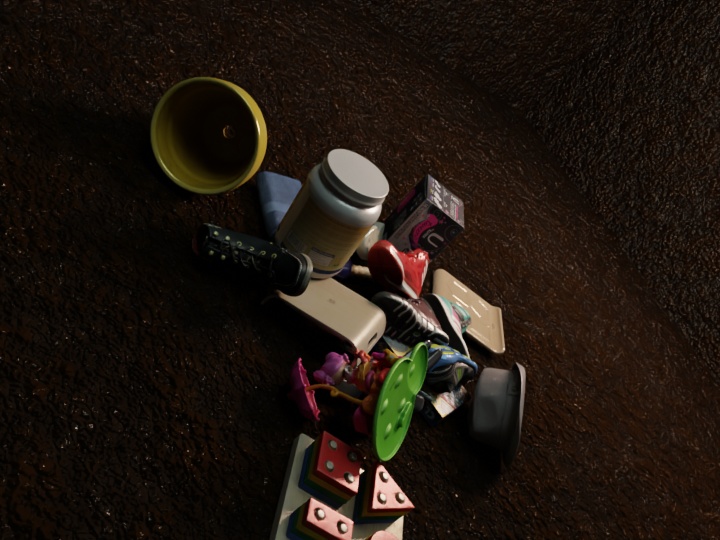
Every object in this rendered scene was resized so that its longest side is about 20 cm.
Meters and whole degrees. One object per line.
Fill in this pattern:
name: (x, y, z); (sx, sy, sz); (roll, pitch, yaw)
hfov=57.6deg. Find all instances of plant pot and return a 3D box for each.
plant pot: (-0.264, -0.253, 1.224); (0.201, 0.201, 0.189); (40, 13, -7)

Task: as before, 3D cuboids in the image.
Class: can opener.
can opener: (0.059, 0.183, 1.093); (0.063, 0.079, 0.200); (35, 60, 21)
can opener: (0.020, 0.208, 1.126); (0.199, 0.053, 0.067); (25, 69, -28)

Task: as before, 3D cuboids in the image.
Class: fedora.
fedora: (0.256, 0.266, 1.260); (0.090, 0.177, 0.201); (12, 59, 7)

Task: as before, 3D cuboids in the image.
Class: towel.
towel: (-0.150, -0.111, 1.311); (0.111, 0.049, 0.201); (15, 42, -35)

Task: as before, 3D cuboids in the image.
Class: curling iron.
curling iron: (0.048, 0.176, 1.181); (0.199, 0.026, 0.050); (33, 25, 1)

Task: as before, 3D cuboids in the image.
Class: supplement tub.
supplement tub: (-0.051, -0.100, 1.165); (0.144, 0.200, 0.145); (23, 37, -19)

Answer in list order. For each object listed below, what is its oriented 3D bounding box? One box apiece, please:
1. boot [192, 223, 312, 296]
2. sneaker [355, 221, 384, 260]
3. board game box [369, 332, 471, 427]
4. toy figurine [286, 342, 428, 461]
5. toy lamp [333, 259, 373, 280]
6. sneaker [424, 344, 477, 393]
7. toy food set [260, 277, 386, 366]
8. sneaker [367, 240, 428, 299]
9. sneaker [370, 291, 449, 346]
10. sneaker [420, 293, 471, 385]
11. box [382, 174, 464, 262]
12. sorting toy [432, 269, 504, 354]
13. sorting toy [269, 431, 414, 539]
boot: (-0.179, -0.019, 1.069); (0.153, 0.074, 0.203); (19, 1, -32)
sneaker: (-0.018, -0.076, 1.360); (0.110, 0.077, 0.200); (14, 15, 7)
board game box: (0.117, 0.192, 1.269); (0.200, 0.035, 0.135); (53, 30, 16)
toy figurine: (-0.016, 0.169, 0.995); (0.183, 0.151, 0.200); (11, 41, 25)
toy lamp: (0.000, 0.000, 1.350); (0.199, 0.058, 0.058); (11, 43, -47)
sneaker: (0.159, 0.187, 1.228); (0.071, 0.083, 0.199); (28, 4, 29)
toy food set: (-0.061, 0.078, 1.153); (0.199, 0.061, 0.143); (30, 28, 10)
sneaker: (0.080, -0.021, 1.347); (0.116, 0.078, 0.200); (-66, 149, -31)
sneaker: (0.084, 0.080, 1.278); (0.200, 0.076, 0.116); (38, 22, -31)
sneaker: (0.196, 0.145, 1.390); (0.120, 0.083, 0.201); (6, 61, -58)
box: (0.129, -0.089, 1.477); (0.114, 0.200, 0.132); (34, 31, -15)
sorting toy: (0.253, 0.100, 1.566); (0.199, 0.037, 0.186); (32, 31, -12)
sorting toy: (-0.010, 0.335, 0.890); (0.198, 0.070, 0.200); (35, 30, -15)
